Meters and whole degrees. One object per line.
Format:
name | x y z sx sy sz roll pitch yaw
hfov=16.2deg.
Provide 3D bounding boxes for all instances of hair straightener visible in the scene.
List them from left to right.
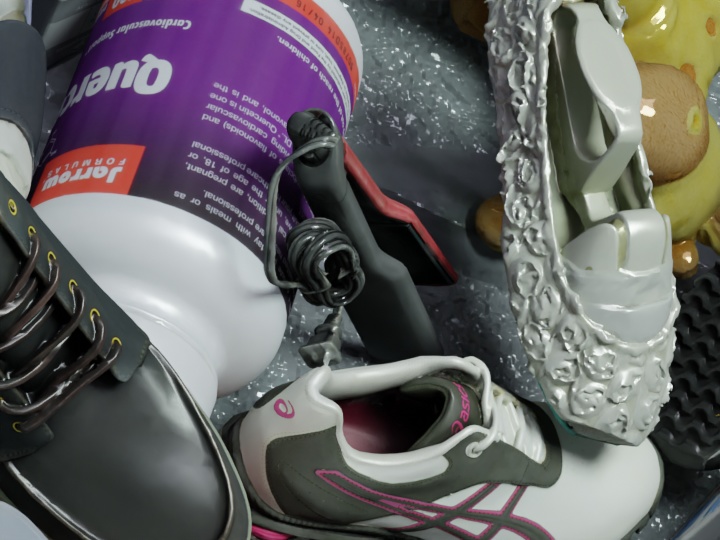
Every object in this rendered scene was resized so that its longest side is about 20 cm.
hair straightener | 0.000 0.000 0.973 0.041 0.200 0.077 6 70 13

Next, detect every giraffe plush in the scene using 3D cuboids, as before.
giraffe plush | 0.113 -0.084 1.117 0.200 0.172 0.163 36 53 -49

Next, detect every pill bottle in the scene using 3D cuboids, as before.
pill bottle | -0.072 -0.028 0.992 0.112 0.112 0.200 24 52 -11

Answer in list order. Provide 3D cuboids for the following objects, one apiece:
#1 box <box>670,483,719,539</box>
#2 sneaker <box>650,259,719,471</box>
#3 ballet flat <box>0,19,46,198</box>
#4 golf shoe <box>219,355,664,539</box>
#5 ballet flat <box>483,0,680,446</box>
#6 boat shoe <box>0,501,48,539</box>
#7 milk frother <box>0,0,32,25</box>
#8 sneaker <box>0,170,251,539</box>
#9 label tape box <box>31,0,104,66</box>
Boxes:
box | 0.227 0.087 1.067 0.101 0.113 0.200 45 50 5
sneaker | 0.200 0.008 1.078 0.090 0.070 0.200 38 80 -47
ballet flat | -0.166 -0.004 0.924 0.073 0.073 0.200 39 74 1
golf shoe | 0.044 0.076 1.001 0.200 0.088 0.077 2 58 -27
ballet flat | 0.090 -0.031 0.998 0.072 0.072 0.201 -4 76 -28
boat shoe | -0.118 0.178 0.836 0.073 0.065 0.200 -9 82 -51
milk frother | -0.231 -0.159 0.943 0.188 0.200 0.181 -11 61 -32
sneaker | -0.111 0.030 0.841 0.075 0.106 0.200 -41 89 -9
label tape box | -0.076 -0.184 1.033 0.143 0.200 0.066 -33 79 -37
